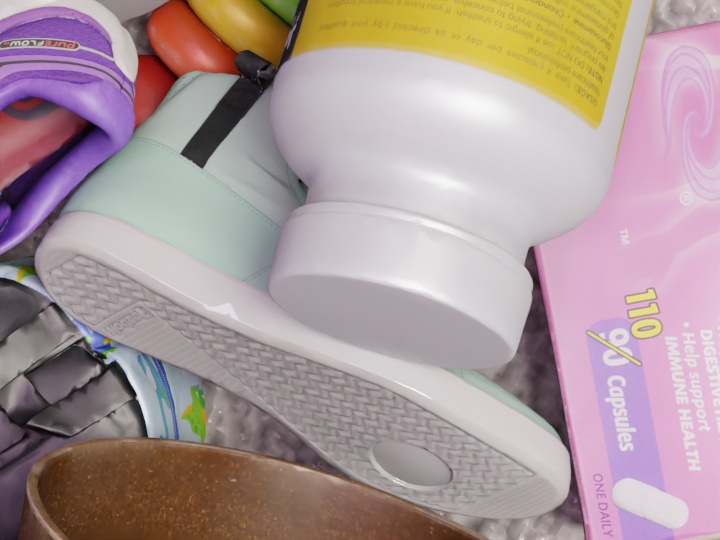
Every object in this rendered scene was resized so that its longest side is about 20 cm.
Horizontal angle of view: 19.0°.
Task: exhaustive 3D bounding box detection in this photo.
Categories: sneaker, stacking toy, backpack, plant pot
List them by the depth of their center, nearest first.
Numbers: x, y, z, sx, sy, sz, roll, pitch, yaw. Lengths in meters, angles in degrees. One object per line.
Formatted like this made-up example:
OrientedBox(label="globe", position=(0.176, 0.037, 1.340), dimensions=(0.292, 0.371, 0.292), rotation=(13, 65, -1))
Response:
OrientedBox(label="plant pot", position=(-0.041, 0.181, 0.676), dimensions=(0.186, 0.187, 0.201), rotation=(19, 100, 7))
OrientedBox(label="sneaker", position=(-0.165, -0.025, 0.740), dimensions=(0.200, 0.084, 0.081), rotation=(-33, 125, 9))
OrientedBox(label="sneaker", position=(0.000, 0.000, 0.758), dimensions=(0.200, 0.074, 0.118), rotation=(29, 55, 0))
OrientedBox(label="backpack", position=(-0.154, 0.078, 0.803), dimensions=(0.200, 0.154, 0.163), rotation=(-42, 81, 25))
OrientedBox(label="stacking toy", position=(-0.033, -0.109, 0.813), dimensions=(0.085, 0.085, 0.200), rotation=(43, 98, 6))

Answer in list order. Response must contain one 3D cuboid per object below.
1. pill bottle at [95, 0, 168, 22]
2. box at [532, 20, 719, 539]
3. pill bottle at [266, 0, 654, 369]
OrientedBox(label="pill bottle", position=(-0.116, -0.195, 0.794), dimensions=(0.104, 0.104, 0.201), rotation=(-13, 77, 7))
OrientedBox(label="box", position=(0.164, -0.003, 0.774), dimensions=(0.199, 0.097, 0.177), rotation=(-10, 88, 7))
OrientedBox(label="pill bottle", position=(0.035, -0.076, 0.688), dimensions=(0.111, 0.112, 0.201), rotation=(14, 73, 7))
